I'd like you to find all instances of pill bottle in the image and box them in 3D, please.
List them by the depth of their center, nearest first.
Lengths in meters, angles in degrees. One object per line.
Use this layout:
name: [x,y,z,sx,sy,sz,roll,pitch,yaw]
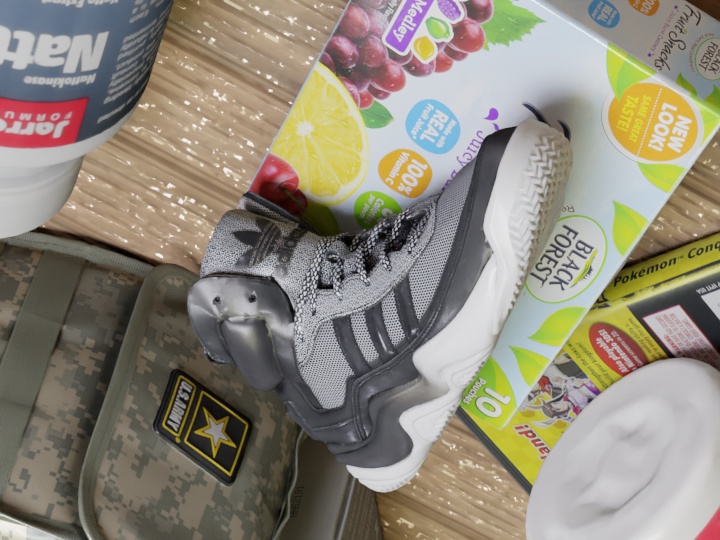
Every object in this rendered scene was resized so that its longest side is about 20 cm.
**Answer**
pill bottle: [-0.128,-0.109,0.997,0.119,0.120,0.200,19,136,-4]
pill bottle: [0.172,0.135,1.126,0.111,0.111,0.200,-30,121,36]

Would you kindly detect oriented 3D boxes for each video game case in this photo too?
video game case: [0.155,0.073,1.166,0.180,0.026,0.200,-22,126,32]

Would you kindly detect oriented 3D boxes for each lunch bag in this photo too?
lunch bag: [-0.123,0.078,1.147,0.199,0.164,0.118,12,138,3]

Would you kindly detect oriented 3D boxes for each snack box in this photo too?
snack box: [0.044,-0.045,1.045,0.142,0.053,0.200,31,135,0]

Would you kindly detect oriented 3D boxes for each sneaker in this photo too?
sneaker: [0.000,0.000,1.013,0.113,0.076,0.200,28,139,1]

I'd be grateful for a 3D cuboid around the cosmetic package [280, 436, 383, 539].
cosmetic package: [-0.033,0.177,1.263,0.090,0.107,0.201,0,135,14]
